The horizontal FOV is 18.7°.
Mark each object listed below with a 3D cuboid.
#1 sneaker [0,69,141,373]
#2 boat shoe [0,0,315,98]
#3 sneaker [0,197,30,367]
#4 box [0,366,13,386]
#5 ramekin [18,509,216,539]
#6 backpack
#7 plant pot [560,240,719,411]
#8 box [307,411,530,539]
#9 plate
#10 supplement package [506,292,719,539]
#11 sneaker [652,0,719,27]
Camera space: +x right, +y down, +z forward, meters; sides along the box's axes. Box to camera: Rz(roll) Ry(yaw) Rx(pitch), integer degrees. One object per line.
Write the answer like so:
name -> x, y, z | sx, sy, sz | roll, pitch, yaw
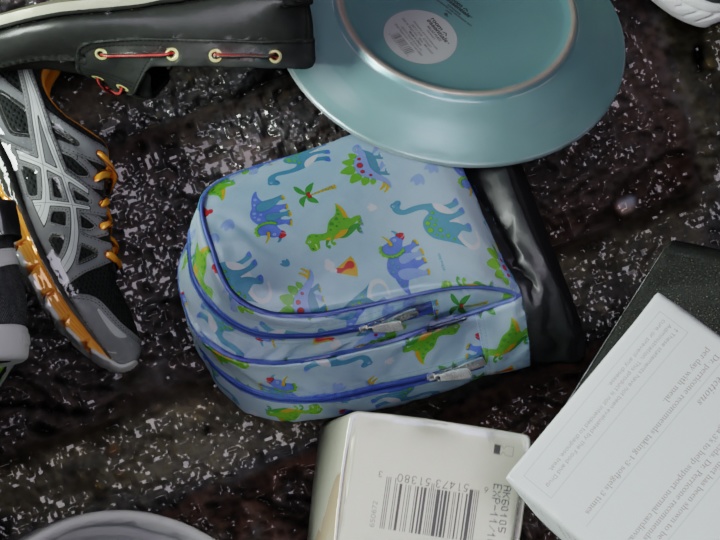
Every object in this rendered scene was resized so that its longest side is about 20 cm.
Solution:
sneaker -> -0.166, -0.037, 1.210 | 0.077, 0.078, 0.200 | -27, 86, -11
boat shoe -> -0.123, -0.122, 1.166 | 0.201, 0.074, 0.063 | -7, 99, 9
sneaker -> -0.255, -0.005, 1.004 | 0.199, 0.073, 0.112 | -3, 81, -13
box -> -0.266, 0.059, 1.128 | 0.124, 0.200, 0.149 | 32, 82, 0
ramekin -> -0.140, 0.231, 1.141 | 0.200, 0.105, 0.201 | 8, 74, -28
backpack -> 0.000, 0.000, 1.189 | 0.200, 0.154, 0.163 | -22, 60, 9
plant pot -> 0.202, 0.097, 1.174 | 0.177, 0.200, 0.200 | 31, 83, 11
box -> 0.026, 0.120, 1.145 | 0.095, 0.200, 0.078 | 8, 84, -3
plate -> 0.052, -0.140, 1.210 | 0.200, 0.026, 0.201 | 5, 52, -7
supplement package -> 0.186, 0.125, 1.012 | 0.200, 0.117, 0.117 | 39, 85, 22
sneaker -> 0.150, -0.221, 1.240 | 0.200, 0.085, 0.075 | 29, 61, -6
